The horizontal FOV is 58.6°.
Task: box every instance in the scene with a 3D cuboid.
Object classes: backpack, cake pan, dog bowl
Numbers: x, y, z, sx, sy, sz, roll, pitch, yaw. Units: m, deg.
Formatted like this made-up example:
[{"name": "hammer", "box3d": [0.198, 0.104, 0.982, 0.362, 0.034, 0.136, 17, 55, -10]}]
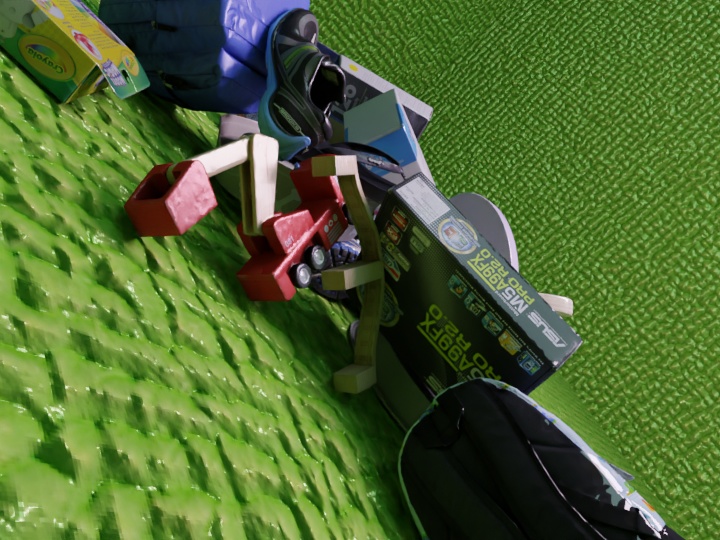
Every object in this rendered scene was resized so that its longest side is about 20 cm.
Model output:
[{"name": "backpack", "box3d": [-0.183, -0.264, 0.689, 0.196, 0.172, 0.162, 13, -4, 23]}, {"name": "backpack", "box3d": [0.114, 0.180, 0.477, 0.200, 0.163, 0.154, 46, 2, 22]}, {"name": "cake pan", "box3d": [0.066, 0.125, 0.705, 0.201, 0.037, 0.201, 47, 12, -13]}, {"name": "dog bowl", "box3d": [-0.072, -0.099, 0.705, 0.197, 0.059, 0.201, 25, 17, -8]}]

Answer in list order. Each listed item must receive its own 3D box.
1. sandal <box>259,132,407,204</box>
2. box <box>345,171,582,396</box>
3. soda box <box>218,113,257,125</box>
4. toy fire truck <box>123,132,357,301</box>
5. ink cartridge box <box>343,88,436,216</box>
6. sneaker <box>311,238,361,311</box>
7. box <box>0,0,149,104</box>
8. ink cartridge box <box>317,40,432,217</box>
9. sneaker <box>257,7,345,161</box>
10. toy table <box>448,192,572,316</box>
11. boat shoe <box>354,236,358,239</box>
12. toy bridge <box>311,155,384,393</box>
[{"name": "sandal", "box3d": [-0.011, -0.116, 0.670, 0.197, 0.043, 0.076, 27, 16, -3]}, {"name": "box", "box3d": [0.079, 0.037, 0.582, 0.044, 0.161, 0.201, -31, 72, -33]}, {"name": "soda box", "box3d": [-0.098, -0.145, 0.874, 0.201, 0.063, 0.068, 49, 12, -8]}, {"name": "toy fire truck", "box3d": [-0.078, -0.055, 0.517, 0.201, 0.048, 0.143, -53, 130, -40]}, {"name": "ink cartridge box", "box3d": [0.054, -0.115, 0.858, 0.146, 0.083, 0.202, -93, 158, -58]}, {"name": "sneaker", "box3d": [0.000, 0.000, 0.765, 0.199, 0.077, 0.086, 37, 12, -47]}, {"name": "box", "box3d": [-0.265, -0.211, 0.517, 0.200, 0.048, 0.118, 43, 13, -17]}, {"name": "ink cartridge box", "box3d": [-0.024, -0.199, 0.945, 0.197, 0.199, 0.047, 27, 40, -5]}, {"name": "sneaker", "box3d": [-0.052, -0.188, 0.635, 0.071, 0.081, 0.203, 67, 16, -49]}, {"name": "toy table", "box3d": [0.138, 0.028, 0.736, 0.181, 0.204, 0.116, 12, -7, 38]}, {"name": "boat shoe", "box3d": [0.035, -0.004, 0.930, 0.199, 0.072, 0.065, 38, 19, -10]}, {"name": "toy bridge", "box3d": [-0.004, 0.004, 0.554, 0.067, 0.027, 0.205, -16, 103, -56]}]
